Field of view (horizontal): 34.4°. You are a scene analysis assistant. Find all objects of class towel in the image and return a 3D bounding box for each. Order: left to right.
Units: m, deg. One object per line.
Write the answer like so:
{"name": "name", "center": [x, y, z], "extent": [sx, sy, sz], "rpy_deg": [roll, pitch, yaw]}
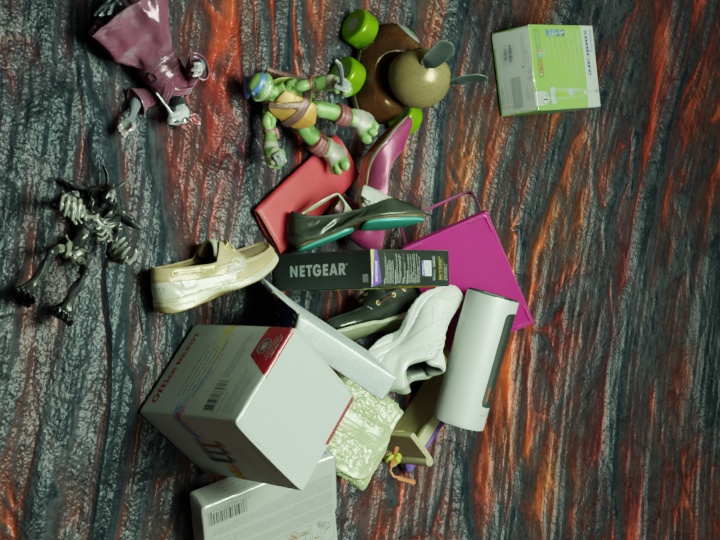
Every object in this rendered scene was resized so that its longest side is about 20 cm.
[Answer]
{"name": "towel", "center": [-0.045, 0.199, 1.625], "extent": [0.199, 0.036, 0.149], "rpy_deg": [32, 60, -10]}

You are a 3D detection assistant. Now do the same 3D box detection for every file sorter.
{"name": "file sorter", "center": [0.160, -0.001, 1.804], "extent": [0.126, 0.138, 0.201], "rpy_deg": [-98, 163, -65]}

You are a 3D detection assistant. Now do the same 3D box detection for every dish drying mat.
{"name": "dish drying mat", "center": [-0.076, -0.112, 1.675], "extent": [0.200, 0.018, 0.077], "rpy_deg": [-47, 120, -35]}

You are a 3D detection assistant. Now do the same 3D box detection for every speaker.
{"name": "speaker", "center": [0.169, 0.132, 1.719], "extent": [0.081, 0.081, 0.202], "rpy_deg": [13, 94, -44]}

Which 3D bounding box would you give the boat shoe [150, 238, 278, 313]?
{"name": "boat shoe", "center": [-0.189, -0.007, 1.516], "extent": [0.199, 0.073, 0.070], "rpy_deg": [-27, 112, -42]}

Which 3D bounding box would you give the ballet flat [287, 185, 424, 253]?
{"name": "ballet flat", "center": [-0.008, -0.080, 1.634], "extent": [0.198, 0.068, 0.069], "rpy_deg": [-14, 83, -12]}

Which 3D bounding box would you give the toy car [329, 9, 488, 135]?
{"name": "toy car", "center": [0.084, -0.300, 1.717], "extent": [0.164, 0.199, 0.159], "rpy_deg": [28, 69, -41]}

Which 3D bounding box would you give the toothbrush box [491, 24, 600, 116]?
{"name": "toothbrush box", "center": [0.329, -0.351, 2.046], "extent": [0.199, 0.086, 0.147], "rpy_deg": [-12, 96, -44]}

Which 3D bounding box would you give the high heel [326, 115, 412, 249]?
{"name": "high heel", "center": [0.040, -0.127, 1.707], "extent": [0.096, 0.067, 0.201], "rpy_deg": [37, 73, -13]}

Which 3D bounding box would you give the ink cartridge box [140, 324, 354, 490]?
{"name": "ink cartridge box", "center": [-0.144, 0.168, 1.466], "extent": [0.145, 0.199, 0.146], "rpy_deg": [51, 57, -33]}

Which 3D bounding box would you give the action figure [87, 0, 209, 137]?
{"name": "action figure", "center": [-0.263, -0.261, 1.464], "extent": [0.150, 0.133, 0.201], "rpy_deg": [-107, 173, -53]}

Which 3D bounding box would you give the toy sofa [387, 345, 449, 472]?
{"name": "toy sofa", "center": [0.119, 0.218, 1.809], "extent": [0.200, 0.082, 0.098], "rpy_deg": [-53, 121, -33]}

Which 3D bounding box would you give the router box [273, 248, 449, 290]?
{"name": "router box", "center": [0.000, 0.000, 1.617], "extent": [0.156, 0.199, 0.053], "rpy_deg": [0, 88, -44]}

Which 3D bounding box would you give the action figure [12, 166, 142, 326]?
{"name": "action figure", "center": [-0.321, -0.038, 1.368], "extent": [0.118, 0.102, 0.201], "rpy_deg": [35, 65, -26]}

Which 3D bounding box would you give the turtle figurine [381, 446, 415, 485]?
{"name": "turtle figurine", "center": [-0.003, 0.233, 1.694], "extent": [0.198, 0.064, 0.163], "rpy_deg": [19, 65, -23]}

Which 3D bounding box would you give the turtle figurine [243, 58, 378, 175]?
{"name": "turtle figurine", "center": [-0.060, -0.192, 1.584], "extent": [0.193, 0.199, 0.145], "rpy_deg": [23, 84, -45]}

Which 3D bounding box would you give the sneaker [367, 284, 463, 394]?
{"name": "sneaker", "center": [0.097, 0.108, 1.692], "extent": [0.200, 0.099, 0.078], "rpy_deg": [-47, 150, -20]}

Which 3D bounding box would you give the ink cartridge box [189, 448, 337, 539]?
{"name": "ink cartridge box", "center": [-0.124, 0.341, 1.550], "extent": [0.198, 0.045, 0.178], "rpy_deg": [-17, 121, -28]}

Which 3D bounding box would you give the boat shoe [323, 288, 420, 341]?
{"name": "boat shoe", "center": [0.013, 0.063, 1.724], "extent": [0.200, 0.074, 0.064], "rpy_deg": [-16, 77, -40]}

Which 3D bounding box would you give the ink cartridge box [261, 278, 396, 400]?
{"name": "ink cartridge box", "center": [-0.059, 0.085, 1.538], "extent": [0.199, 0.200, 0.041], "rpy_deg": [36, 89, -12]}
